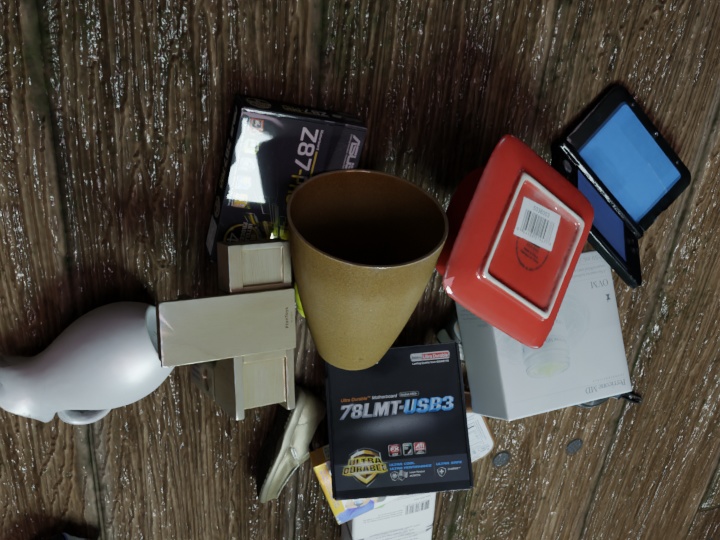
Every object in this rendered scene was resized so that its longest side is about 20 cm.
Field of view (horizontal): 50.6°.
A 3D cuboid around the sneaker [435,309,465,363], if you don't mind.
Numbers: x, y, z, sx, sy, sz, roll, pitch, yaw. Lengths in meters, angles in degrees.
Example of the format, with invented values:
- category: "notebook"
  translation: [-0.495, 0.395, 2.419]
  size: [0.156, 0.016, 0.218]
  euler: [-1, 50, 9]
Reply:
- category: "sneaker"
  translation: [0.211, 0.110, 1.159]
  size: [0.197, 0.074, 0.080]
  euler: [20, 107, -29]

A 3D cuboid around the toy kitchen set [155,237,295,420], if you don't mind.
- category: "toy kitchen set"
  translation: [-0.188, 0.063, 0.933]
  size: [0.160, 0.179, 0.205]
  euler: [-5, 100, -30]

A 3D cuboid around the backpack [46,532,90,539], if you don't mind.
- category: "backpack"
  translation: [-0.421, 0.486, 1.091]
  size: [0.152, 0.200, 0.193]
  euler: [16, 108, -33]

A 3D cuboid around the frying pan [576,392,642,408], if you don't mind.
- category: "frying pan"
  translation: [0.423, 0.217, 1.332]
  size: [0.114, 0.031, 0.190]
  euler: [-37, 123, 6]

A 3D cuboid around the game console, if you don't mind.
- category: "game console"
  translation: [0.359, -0.112, 1.030]
  size: [0.200, 0.178, 0.116]
  euler: [42, 129, -21]

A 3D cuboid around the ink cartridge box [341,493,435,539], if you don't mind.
- category: "ink cartridge box"
  translation: [0.044, 0.395, 1.263]
  size: [0.142, 0.084, 0.204]
  euler: [-7, 122, -15]

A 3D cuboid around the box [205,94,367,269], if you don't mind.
- category: "box"
  translation: [-0.094, -0.100, 0.929]
  size: [0.158, 0.049, 0.203]
  euler: [4, 119, -27]

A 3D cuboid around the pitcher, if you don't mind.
- category: "pitcher"
  translation: [-0.324, 0.128, 0.956]
  size: [0.197, 0.123, 0.172]
  euler: [-22, 148, 6]

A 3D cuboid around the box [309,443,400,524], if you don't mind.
- category: "box"
  translation: [0.035, 0.285, 1.129]
  size: [0.197, 0.042, 0.121]
  euler: [-22, 117, -3]

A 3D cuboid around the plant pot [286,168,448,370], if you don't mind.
- category: "plant pot"
  translation: [-0.004, 0.014, 0.911]
  size: [0.182, 0.188, 0.203]
  euler: [-5, 131, -17]

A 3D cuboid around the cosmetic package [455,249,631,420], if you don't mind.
- category: "cosmetic package"
  translation: [0.251, 0.088, 1.069]
  size: [0.195, 0.123, 0.205]
  euler: [-9, 89, -17]

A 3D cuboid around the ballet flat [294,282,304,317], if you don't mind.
- category: "ballet flat"
  translation: [0.000, 0.000, 1.022]
  size: [0.197, 0.067, 0.068]
  euler: [-26, 103, -1]

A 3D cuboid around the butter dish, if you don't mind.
- category: "butter dish"
  translation: [0.163, -0.037, 0.934]
  size: [0.198, 0.147, 0.203]
  euler: [29, 82, -33]

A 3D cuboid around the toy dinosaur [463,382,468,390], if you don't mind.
- category: "toy dinosaur"
  translation: [0.098, 0.193, 1.176]
  size: [0.196, 0.058, 0.103]
  euler: [6, 119, -23]

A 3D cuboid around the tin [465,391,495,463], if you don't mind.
- category: "tin"
  translation: [0.157, 0.262, 1.224]
  size: [0.111, 0.042, 0.201]
  euler: [-29, 140, 0]

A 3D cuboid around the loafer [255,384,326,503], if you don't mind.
- category: "loafer"
  translation: [-0.104, 0.266, 1.134]
  size: [0.066, 0.076, 0.203]
  euler: [14, 115, -20]

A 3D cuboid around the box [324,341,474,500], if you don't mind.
- category: "box"
  translation: [0.051, 0.210, 1.069]
  size: [0.195, 0.203, 0.050]
  euler: [-4, 168, 2]
